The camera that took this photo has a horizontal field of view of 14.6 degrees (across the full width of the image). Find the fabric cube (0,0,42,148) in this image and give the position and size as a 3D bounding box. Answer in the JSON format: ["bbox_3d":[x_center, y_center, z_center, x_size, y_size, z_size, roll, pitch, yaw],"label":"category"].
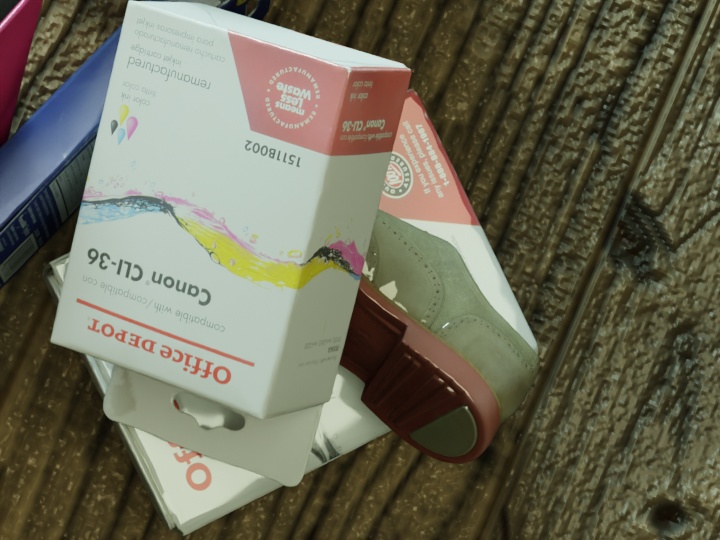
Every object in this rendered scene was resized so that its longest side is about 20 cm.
[{"bbox_3d":[-0.279,-0.079,1.229,0.200,0.199,0.196,36,64,3],"label":"fabric cube"}]

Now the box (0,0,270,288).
[{"bbox_3d":[-0.120,-0.076,1.338,0.032,0.121,0.200,44,82,4],"label":"box"}]

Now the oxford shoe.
[{"bbox_3d":[0.000,0.000,1.315,0.200,0.070,0.075,48,48,1],"label":"oxford shoe"}]

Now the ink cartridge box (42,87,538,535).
[{"bbox_3d":[-0.037,0.020,1.371,0.200,0.083,0.147,-26,93,-10],"label":"ink cartridge box"}]

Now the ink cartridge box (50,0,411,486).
[{"bbox_3d":[-0.063,-0.009,1.249,0.116,0.067,0.201,18,102,24],"label":"ink cartridge box"}]
